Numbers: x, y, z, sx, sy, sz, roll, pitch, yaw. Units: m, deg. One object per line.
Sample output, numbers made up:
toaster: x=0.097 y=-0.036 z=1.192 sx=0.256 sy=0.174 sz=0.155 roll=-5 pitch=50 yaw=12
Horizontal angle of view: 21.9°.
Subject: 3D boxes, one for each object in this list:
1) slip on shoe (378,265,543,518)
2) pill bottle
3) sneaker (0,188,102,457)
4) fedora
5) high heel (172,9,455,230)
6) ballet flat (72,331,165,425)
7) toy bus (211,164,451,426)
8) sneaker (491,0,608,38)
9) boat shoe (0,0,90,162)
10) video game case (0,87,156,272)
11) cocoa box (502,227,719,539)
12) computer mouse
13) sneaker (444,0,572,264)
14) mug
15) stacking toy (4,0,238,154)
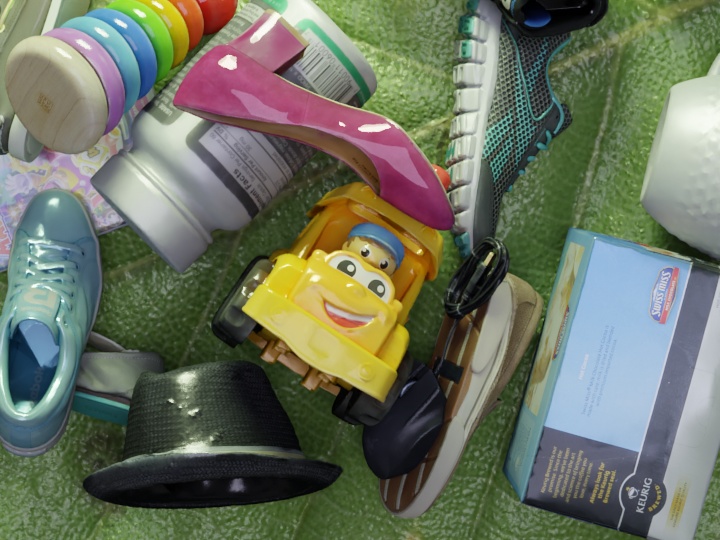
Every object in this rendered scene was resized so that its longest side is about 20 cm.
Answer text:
slip on shoe: x=0.077 y=0.096 z=1.398 sx=0.060 sy=0.076 sz=0.201 roll=17 pitch=95 yaw=-34
pill bottle: x=-0.093 y=-0.102 z=1.340 sx=0.200 sy=0.113 sz=0.113 roll=-45 pitch=94 yaw=-6
sneaker: x=-0.221 y=0.028 z=1.328 sx=0.073 sy=0.082 sz=0.201 roll=4 pitch=71 yaw=-9
fedora: x=-0.106 y=0.115 z=1.336 sx=0.199 sy=0.201 sz=0.092 roll=-4 pitch=77 yaw=-2
high heel: x=-0.030 y=-0.080 z=1.253 sx=0.096 sy=0.067 sz=0.200 roll=-44 pitch=90 yaw=-16
ballet flat: x=-0.243 y=0.069 z=1.391 sx=0.199 sy=0.067 sz=0.064 roll=11 pitch=66 yaw=-4
toy bus: x=0.000 y=0.000 z=1.325 sx=0.135 sy=0.200 sz=0.193 roll=35 pitch=84 yaw=-4
sneaker: x=0.085 y=-0.223 z=1.324 sx=0.199 sy=0.112 sz=0.073 roll=9 pitch=127 yaw=-9
boat shoe: x=-0.237 y=-0.179 z=1.349 sx=0.060 sy=0.072 sz=0.203 roll=13 pitch=75 yaw=7
video game case: x=-0.242 y=-0.085 z=1.394 sx=0.199 sy=0.018 sz=0.144 roll=-20 pitch=95 yaw=0
cocoa box: x=0.195 y=0.081 z=1.364 sx=0.130 sy=0.133 sz=0.201 roll=15 pitch=93 yaw=-3
computer mouse: x=0.051 y=0.064 z=1.364 sx=0.034 sy=0.059 sz=0.201 roll=18 pitch=103 yaw=-33
sneaker: x=0.112 y=-0.102 z=1.380 sx=0.091 sy=0.078 sz=0.202 roll=6 pitch=95 yaw=-6
mug: x=0.305 y=-0.091 z=1.363 sx=0.174 sy=0.148 sz=0.201 roll=15 pitch=63 yaw=4
stacking toy: x=-0.158 y=-0.162 z=1.325 sx=0.086 sy=0.085 sz=0.200 roll=53 pitch=46 yaw=-5
